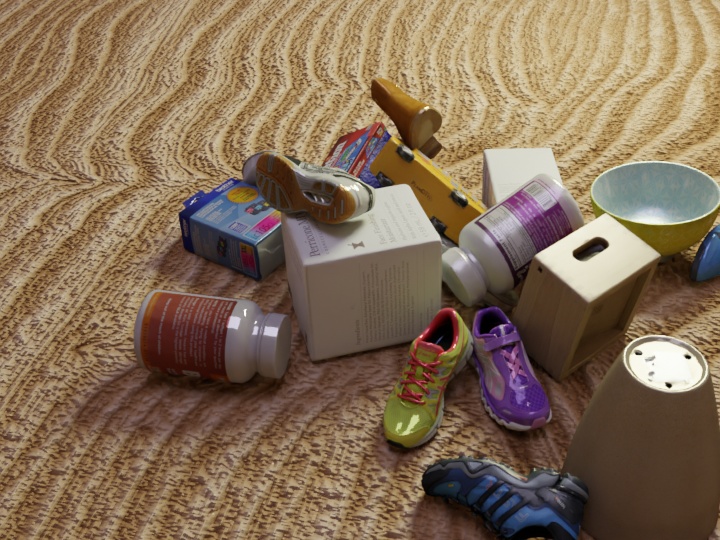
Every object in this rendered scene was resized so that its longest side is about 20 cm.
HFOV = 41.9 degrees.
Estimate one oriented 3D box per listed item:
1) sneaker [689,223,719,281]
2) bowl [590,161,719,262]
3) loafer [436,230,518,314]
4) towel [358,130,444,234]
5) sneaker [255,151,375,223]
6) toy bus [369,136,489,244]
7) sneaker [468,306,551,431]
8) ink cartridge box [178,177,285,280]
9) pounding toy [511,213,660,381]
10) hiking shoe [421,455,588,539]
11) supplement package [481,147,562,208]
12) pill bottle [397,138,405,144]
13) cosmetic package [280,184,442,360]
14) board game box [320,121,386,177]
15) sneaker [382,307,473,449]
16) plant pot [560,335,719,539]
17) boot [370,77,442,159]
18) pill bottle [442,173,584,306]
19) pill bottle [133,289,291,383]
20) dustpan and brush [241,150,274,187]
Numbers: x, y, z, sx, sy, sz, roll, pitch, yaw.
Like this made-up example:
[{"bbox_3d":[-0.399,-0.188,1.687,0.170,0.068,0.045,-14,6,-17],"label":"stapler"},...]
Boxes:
[{"bbox_3d":[0.584,-0.034,1.458,0.078,0.067,0.199,32,48,33],"label":"sneaker"},{"bbox_3d":[0.461,-0.078,1.481,0.196,0.109,0.202,-5,34,4],"label":"bowl"},{"bbox_3d":[0.152,0.009,1.430,0.199,0.064,0.071,41,24,25],"label":"loafer"},{"bbox_3d":[0.078,-0.126,1.512,0.198,0.050,0.149,34,55,-9],"label":"towel"},{"bbox_3d":[-0.064,-0.115,1.325,0.198,0.077,0.087,27,27,35],"label":"sneaker"},{"bbox_3d":[0.108,-0.123,1.450,0.199,0.065,0.078,39,21,-5],"label":"toy bus"},{"bbox_3d":[0.192,0.122,1.243,0.079,0.090,0.201,-9,38,-12],"label":"sneaker"},{"bbox_3d":[-0.202,-0.075,1.539,0.197,0.078,0.136,20,41,29],"label":"ink cartridge box"},{"bbox_3d":[0.304,0.025,1.312,0.198,0.186,0.142,-28,55,-31],"label":"pounding toy"},{"bbox_3d":[0.155,0.264,1.061,0.196,0.075,0.088,1,62,28],"label":"hiking shoe"},{"bbox_3d":[0.262,-0.098,1.513,0.114,0.119,0.202,-2,36,2],"label":"supplement package"},{"bbox_3d":[0.010,-0.136,1.580,0.198,0.114,0.111,-31,45,-34],"label":"pill bottle"},{"bbox_3d":[0.000,0.000,1.349,0.196,0.168,0.166,-10,35,-12],"label":"cosmetic package"},{"bbox_3d":[-0.037,-0.151,1.473,0.102,0.019,0.202,-14,38,46],"label":"board game box"},{"bbox_3d":[0.080,0.132,1.208,0.077,0.091,0.202,15,58,23],"label":"sneaker"},{"bbox_3d":[0.329,0.181,1.061,0.183,0.203,0.189,-1,36,0],"label":"plant pot"},{"bbox_3d":[0.066,-0.260,1.519,0.071,0.201,0.144,-42,77,1],"label":"boot"},{"bbox_3d":[0.210,-0.039,1.333,0.198,0.113,0.112,-35,43,-8],"label":"pill bottle"},{"bbox_3d":[-0.198,0.092,1.278,0.196,0.114,0.113,6,36,11],"label":"pill bottle"},{"bbox_3d":[-0.176,-0.148,1.626,0.197,0.140,0.058,-17,48,28],"label":"dustpan and brush"}]
